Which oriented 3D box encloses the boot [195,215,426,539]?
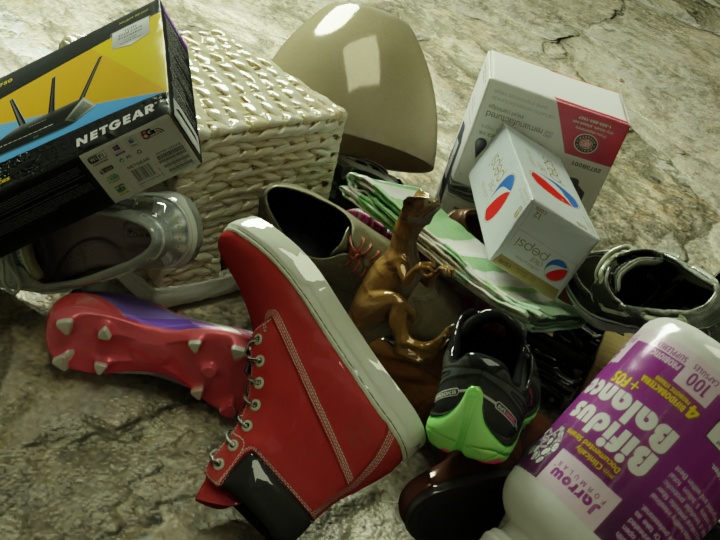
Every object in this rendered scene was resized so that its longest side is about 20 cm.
[{"bbox_3d":[-0.070,0.071,0.666,0.143,0.073,0.201,-32,74,-16],"label":"boot"}]

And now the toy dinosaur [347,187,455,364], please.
[{"bbox_3d":[0.013,0.033,0.762,0.106,0.201,0.060,38,16,9],"label":"toy dinosaur"}]

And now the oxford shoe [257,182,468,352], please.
[{"bbox_3d":[0.000,0.000,0.796,0.198,0.071,0.075,31,-5,3],"label":"oxford shoe"}]

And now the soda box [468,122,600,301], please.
[{"bbox_3d":[0.143,-0.056,0.875,0.067,0.064,0.201,29,22,-12],"label":"soda box"}]

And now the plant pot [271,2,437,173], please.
[{"bbox_3d":[-0.007,-0.190,1.032,0.197,0.137,0.200,14,-1,0],"label":"plant pot"}]

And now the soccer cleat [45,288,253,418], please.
[{"bbox_3d":[-0.129,0.054,0.744,0.197,0.068,0.077,12,25,-7],"label":"soccer cleat"}]

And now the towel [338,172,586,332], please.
[{"bbox_3d":[0.089,-0.016,0.843,0.199,0.024,0.152,38,15,23],"label":"towel"}]

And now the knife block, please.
[{"bbox_3d":[0.215,0.107,0.855,0.173,0.065,0.201,2,34,-27],"label":"knife block"}]

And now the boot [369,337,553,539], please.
[{"bbox_3d":[0.046,0.105,0.757,0.186,0.069,0.199,-15,41,-40],"label":"boot"}]

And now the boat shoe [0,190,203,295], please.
[{"bbox_3d":[-0.212,-0.021,0.737,0.199,0.076,0.065,-2,7,22],"label":"boat shoe"}]

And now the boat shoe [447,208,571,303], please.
[{"bbox_3d":[0.163,-0.002,0.968,0.198,0.068,0.073,24,65,-10],"label":"boat shoe"}]

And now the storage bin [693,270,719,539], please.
[{"bbox_3d":[0.283,0.117,0.754,0.134,0.094,0.201,26,63,13],"label":"storage bin"}]

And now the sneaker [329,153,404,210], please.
[{"bbox_3d":[0.017,-0.074,1.028,0.088,0.075,0.199,-5,33,-43],"label":"sneaker"}]

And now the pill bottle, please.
[{"bbox_3d":[0.159,0.136,0.634,0.112,0.200,0.112,43,-8,8],"label":"pill bottle"}]

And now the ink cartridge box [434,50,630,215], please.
[{"bbox_3d":[0.160,-0.094,1.020,0.143,0.202,0.085,17,31,-3],"label":"ink cartridge box"}]

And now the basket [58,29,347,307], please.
[{"bbox_3d":[-0.148,-0.099,0.890,0.199,0.163,0.197,36,34,32],"label":"basket"}]

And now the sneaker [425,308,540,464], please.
[{"bbox_3d":[0.096,0.066,0.708,0.076,0.085,0.200,17,15,6],"label":"sneaker"}]

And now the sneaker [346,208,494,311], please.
[{"bbox_3d":[0.060,0.011,0.919,0.199,0.082,0.088,38,29,19],"label":"sneaker"}]

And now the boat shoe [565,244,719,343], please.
[{"bbox_3d":[0.211,0.011,0.761,0.064,0.071,0.200,46,-8,-25],"label":"boat shoe"}]

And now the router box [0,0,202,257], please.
[{"bbox_3d":[-0.214,-0.096,0.726,0.198,0.051,0.150,-24,44,7],"label":"router box"}]
